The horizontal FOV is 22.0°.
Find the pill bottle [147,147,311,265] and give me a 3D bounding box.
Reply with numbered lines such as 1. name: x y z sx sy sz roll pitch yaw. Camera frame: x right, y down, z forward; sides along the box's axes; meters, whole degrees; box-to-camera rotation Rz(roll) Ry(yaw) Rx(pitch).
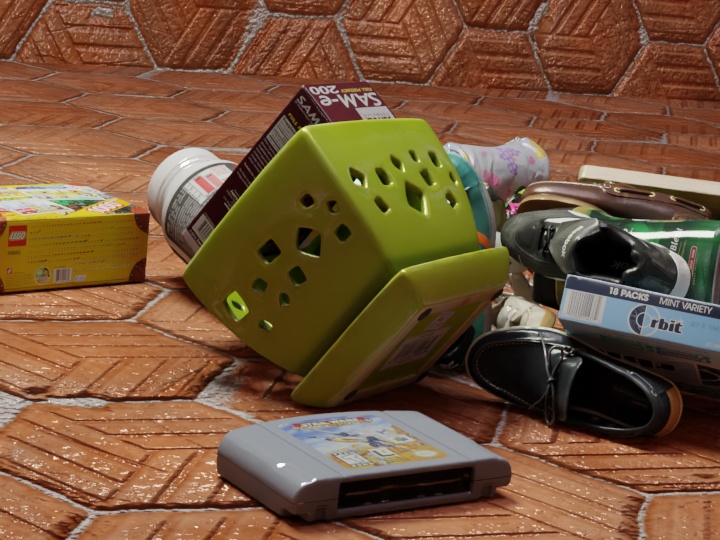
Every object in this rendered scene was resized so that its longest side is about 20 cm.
1. pill bottle: -0.134 -0.043 1.896 0.115 0.117 0.200 -3 28 -35

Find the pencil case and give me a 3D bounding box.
1. pencil case: 0.181 -0.137 2.599 0.083 0.092 0.199 17 18 40

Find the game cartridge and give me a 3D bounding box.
1. game cartridge: -0.001 0.144 1.405 0.198 0.042 0.133 -3 20 -35

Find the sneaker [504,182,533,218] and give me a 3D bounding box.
1. sneaker: 0.191 -0.067 2.299 0.198 0.089 0.074 1 14 -23

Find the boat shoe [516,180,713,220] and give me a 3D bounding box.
1. boat shoe: 0.255 -0.053 1.847 0.198 0.071 0.071 16 53 -1

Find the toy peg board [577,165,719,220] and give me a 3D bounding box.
1. toy peg board: 0.320 0.000 1.966 0.198 0.200 0.099 8 55 9

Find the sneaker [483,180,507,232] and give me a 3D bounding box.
1. sneaker: 0.078 -0.018 1.931 0.077 0.200 0.089 45 41 0

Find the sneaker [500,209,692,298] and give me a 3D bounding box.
1. sneaker: 0.198 -0.021 1.674 0.199 0.067 0.090 20 -2 39

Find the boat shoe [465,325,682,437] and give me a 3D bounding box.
1. boat shoe: 0.180 0.097 1.612 0.198 0.075 0.062 17 10 22

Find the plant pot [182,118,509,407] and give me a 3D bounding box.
1. plant pot: 0.000 0.000 1.623 0.182 0.199 0.199 52 31 17

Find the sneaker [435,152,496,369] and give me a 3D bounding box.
1. sneaker: 0.084 -0.008 1.731 0.071 0.203 0.080 -3 5 23

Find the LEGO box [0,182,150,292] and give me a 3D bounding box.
1. LEGO box: -0.342 -0.036 1.934 0.199 0.078 0.148 -5 17 -41

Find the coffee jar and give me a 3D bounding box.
1. coffee jar: 0.258 -0.003 1.742 0.198 0.106 0.085 7 -2 34

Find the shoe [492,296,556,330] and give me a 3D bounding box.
1. shoe: 0.146 0.060 1.758 0.053 0.071 0.200 19 4 0

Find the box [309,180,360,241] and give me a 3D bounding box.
1. box: 0.014 -0.012 1.821 0.116 0.201 0.049 9 49 25

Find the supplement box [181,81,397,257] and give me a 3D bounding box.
1. supplement box: -0.064 -0.082 1.693 0.061 0.200 0.108 52 30 17

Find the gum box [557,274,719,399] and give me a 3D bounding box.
1. gum box: 0.275 0.066 1.666 0.168 0.045 0.200 12 -12 17

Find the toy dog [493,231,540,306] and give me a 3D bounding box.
1. toy dog: 0.208 0.031 1.877 0.198 0.133 0.097 5 51 15
